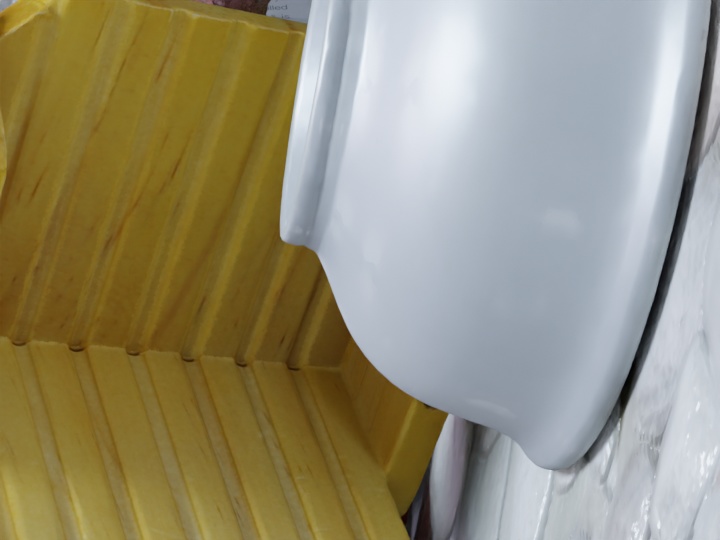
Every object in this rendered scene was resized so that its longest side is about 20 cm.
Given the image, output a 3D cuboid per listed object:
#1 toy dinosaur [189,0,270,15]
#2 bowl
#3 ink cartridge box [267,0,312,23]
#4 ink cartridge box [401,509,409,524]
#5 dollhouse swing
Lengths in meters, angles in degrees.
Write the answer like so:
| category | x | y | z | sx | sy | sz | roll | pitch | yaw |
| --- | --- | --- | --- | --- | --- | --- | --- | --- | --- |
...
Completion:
| category | x | y | z | sx | sy | sz | roll | pitch | yaw |
| --- | --- | --- | --- | --- | --- | --- | --- | --- | --- |
| toy dinosaur | -0.057 | -0.096 | 0.698 | 0.200 | 0.085 | 0.136 | 100 | 177 | -58 |
| bowl | 0.028 | -0.048 | 0.565 | 0.201 | 0.090 | 0.202 | -172 | 90 | -84 |
| ink cartridge box | -0.052 | -0.141 | 0.871 | 0.200 | 0.146 | 0.086 | 56 | -142 | -62 |
| ink cartridge box | 0.004 | 0.189 | 0.743 | 0.200 | 0.050 | 0.162 | -50 | -26 | -64 |
| dollhouse swing | -0.039 | 0.034 | 0.617 | 0.176 | 0.199 | 0.182 | 50 | 126 | 52 |
